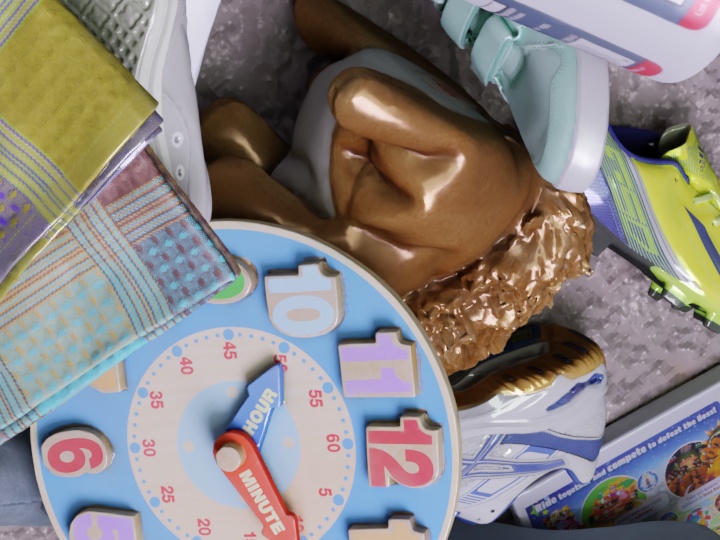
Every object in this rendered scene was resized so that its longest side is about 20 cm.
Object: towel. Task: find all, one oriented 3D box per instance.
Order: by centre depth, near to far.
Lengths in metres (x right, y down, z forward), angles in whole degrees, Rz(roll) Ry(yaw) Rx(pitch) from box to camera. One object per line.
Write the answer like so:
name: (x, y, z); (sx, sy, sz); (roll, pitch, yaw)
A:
towel: (-0.189, -0.078, 0.963); (0.144, 0.023, 0.200); (-43, 97, 17)
towel: (-0.166, -0.002, 1.012); (0.200, 0.022, 0.147); (-33, 100, 22)

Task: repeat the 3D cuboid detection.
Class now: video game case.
video game case: (0.171, 0.164, 1.342); (0.143, 0.018, 0.200); (-28, 119, -10)

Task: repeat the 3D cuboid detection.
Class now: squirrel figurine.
squirrel figurine: (0.000, 0.000, 1.137); (0.200, 0.142, 0.187); (28, 104, -27)

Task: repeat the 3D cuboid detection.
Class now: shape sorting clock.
shape sorting clock: (-0.053, 0.077, 1.068); (0.200, 0.039, 0.200); (2, 100, 13)

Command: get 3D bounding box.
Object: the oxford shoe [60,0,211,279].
oxford shoe: (-0.099, -0.089, 1.012); (0.058, 0.075, 0.200); (-37, 126, -59)

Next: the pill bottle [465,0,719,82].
pill bottle: (0.065, -0.166, 0.999); (0.200, 0.120, 0.120); (22, 102, -15)

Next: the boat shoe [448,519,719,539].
boat shoe: (0.092, 0.185, 1.271); (0.200, 0.071, 0.091); (0, 117, -5)

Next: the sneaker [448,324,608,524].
sneaker: (0.037, 0.097, 1.224); (0.200, 0.075, 0.088); (-15, 116, -16)

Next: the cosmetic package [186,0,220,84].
cosmetic package: (-0.171, -0.112, 1.047); (0.200, 0.081, 0.113); (8, 109, -26)

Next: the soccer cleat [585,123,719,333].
soccer cleat: (0.164, -0.026, 1.234); (0.200, 0.065, 0.084); (31, 90, -30)

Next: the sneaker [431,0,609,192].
sneaker: (0.035, -0.118, 1.090); (0.118, 0.200, 0.074); (-8, 155, -17)

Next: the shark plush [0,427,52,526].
shark plush: (-0.142, 0.113, 1.150); (0.200, 0.083, 0.091); (27, 99, -29)
